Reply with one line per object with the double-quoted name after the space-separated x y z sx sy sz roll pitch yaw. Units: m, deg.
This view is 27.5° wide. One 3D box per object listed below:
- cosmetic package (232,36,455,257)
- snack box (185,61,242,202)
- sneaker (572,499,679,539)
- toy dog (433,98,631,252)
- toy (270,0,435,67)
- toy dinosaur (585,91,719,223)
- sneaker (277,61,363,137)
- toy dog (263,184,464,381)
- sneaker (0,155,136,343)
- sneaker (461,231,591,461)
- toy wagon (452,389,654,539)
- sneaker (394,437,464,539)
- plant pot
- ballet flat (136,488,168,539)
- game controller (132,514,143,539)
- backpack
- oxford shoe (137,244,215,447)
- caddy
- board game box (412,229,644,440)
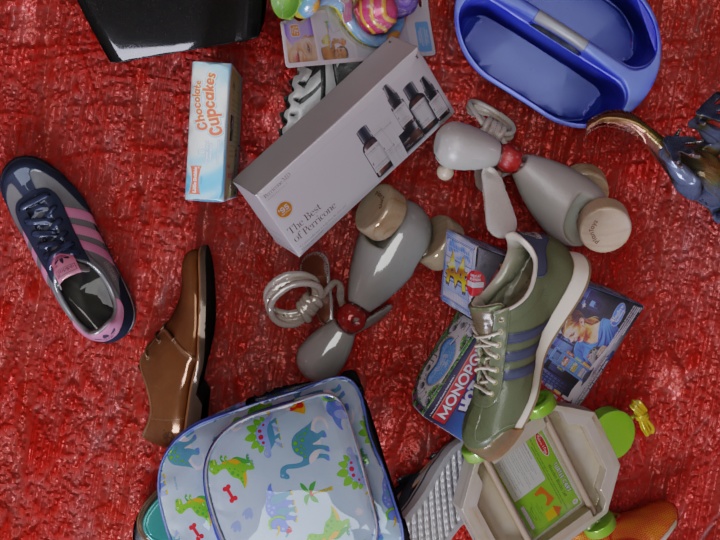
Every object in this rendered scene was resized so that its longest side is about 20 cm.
-0.013 -0.112 1.317 0.200 0.051 0.083 -44 125 -11 "cosmetic package"
-0.130 -0.122 1.319 0.037 0.200 0.117 3 93 -2 "snack box"
0.211 0.263 1.408 0.199 0.073 0.078 -24 95 1 "sneaker"
0.152 -0.065 1.369 0.199 0.132 0.097 30 114 3 "toy dog"
0.006 -0.249 1.326 0.199 0.047 0.116 -13 95 -43 "toy"
0.332 -0.091 1.366 0.199 0.182 0.105 25 74 30 "toy dinosaur"
-0.023 -0.170 1.381 0.090 0.066 0.202 14 90 0 "sneaker"
0.000 0.000 1.381 0.199 0.096 0.132 -36 118 -1 "toy dog"
-0.277 -0.022 1.385 0.070 0.082 0.201 -34 93 2 "sneaker"
0.120 0.057 1.272 0.090 0.067 0.201 30 84 -34 "sneaker"
0.182 0.185 1.351 0.199 0.040 0.156 -34 112 -13 "toy wagon"
0.075 0.217 1.409 0.200 0.079 0.079 -41 100 -22 "sneaker"
-0.171 -0.290 1.321 0.198 0.200 0.179 -9 104 0 "plant pot"
-0.129 0.188 1.396 0.199 0.072 0.068 -37 109 -12 "ballet flat"
-0.122 0.279 1.425 0.198 0.042 0.105 2 94 1 "game controller"
-0.074 0.196 1.285 0.198 0.147 0.184 -18 78 1 "backpack"
-0.175 0.073 1.399 0.071 0.071 0.202 8 95 3 "oxford shoe"
0.180 -0.219 1.359 0.199 0.105 0.142 31 94 -2 "caddy"
0.132 0.061 1.352 0.199 0.062 0.201 34 89 -30 "board game box"
